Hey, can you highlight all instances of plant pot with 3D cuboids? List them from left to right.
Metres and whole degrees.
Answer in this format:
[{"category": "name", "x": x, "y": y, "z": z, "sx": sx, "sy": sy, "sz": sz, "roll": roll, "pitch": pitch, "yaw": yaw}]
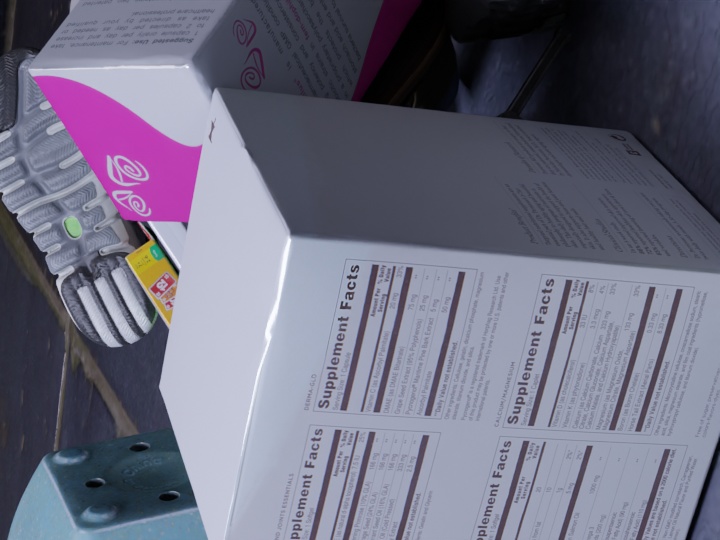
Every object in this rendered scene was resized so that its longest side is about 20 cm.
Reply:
[{"category": "plant pot", "x": -0.117, "y": 0.208, "z": 1.117, "sx": 0.196, "sy": 0.195, "sz": 0.201, "roll": -137, "pitch": 40, "yaw": -62}]

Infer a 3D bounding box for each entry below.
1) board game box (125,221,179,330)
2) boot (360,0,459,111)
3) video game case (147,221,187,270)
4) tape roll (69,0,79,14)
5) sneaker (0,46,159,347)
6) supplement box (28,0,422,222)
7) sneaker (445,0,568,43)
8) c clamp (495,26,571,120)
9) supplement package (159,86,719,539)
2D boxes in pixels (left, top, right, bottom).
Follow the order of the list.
[{"category": "board game box", "x": -0.080, "y": 0.064, "z": 1.109, "sx": 0.200, "sy": 0.030, "sz": 0.096, "roll": 57, "pitch": 177, "yaw": 23}, {"category": "boot", "x": 0.019, "y": -0.093, "z": 0.975, "sx": 0.200, "sy": 0.074, "sz": 0.097, "roll": -66, "pitch": -29, "yaw": -45}, {"category": "video game case", "x": -0.095, "y": 0.005, "z": 1.120, "sx": 0.143, "sy": 0.018, "sz": 0.200, "roll": 56, "pitch": 176, "yaw": -1}, {"category": "tape roll", "x": -0.069, "y": -0.142, "z": 1.122, "sx": 0.139, "sy": 0.202, "sz": 0.204, "roll": -142, "pitch": 59, "yaw": -67}, {"category": "sneaker", "x": -0.185, "y": -0.047, "z": 1.214, "sx": 0.115, "sy": 0.075, "sz": 0.201, "roll": -42, "pitch": -68, "yaw": -84}, {"category": "supplement box", "x": -0.052, "y": -0.126, "z": 0.885, "sx": 0.200, "sy": 0.103, "sz": 0.101, "roll": -61, "pitch": -42, "yaw": -35}, {"category": "sneaker", "x": 0.081, "y": -0.160, "z": 0.859, "sx": 0.200, "sy": 0.075, "sz": 0.080, "roll": 165, "pitch": 97, "yaw": -71}, {"category": "c clamp", "x": 0.018, "y": -0.024, "z": 0.939, "sx": 0.200, "sy": 0.027, "sz": 0.171, "roll": -36, "pitch": 13, "yaw": 51}, {"category": "supplement package", "x": 0.034, "y": 0.027, "z": 0.781, "sx": 0.152, "sy": 0.199, "sz": 0.151, "roll": -120, "pitch": 38, "yaw": -59}]
